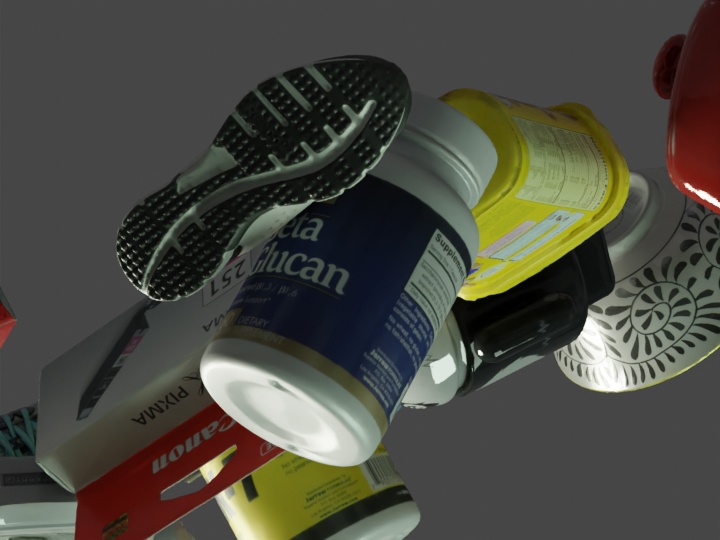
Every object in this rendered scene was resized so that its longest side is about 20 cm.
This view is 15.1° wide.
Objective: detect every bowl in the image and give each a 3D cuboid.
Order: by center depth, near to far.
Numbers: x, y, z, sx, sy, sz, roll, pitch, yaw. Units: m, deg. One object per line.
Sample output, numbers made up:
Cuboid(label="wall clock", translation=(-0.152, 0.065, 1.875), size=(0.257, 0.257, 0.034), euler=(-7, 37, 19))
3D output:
Cuboid(label="bowl", translation=(0.208, -0.014, 2.062), size=(0.200, 0.201, 0.094), euler=(-33, 123, 14))

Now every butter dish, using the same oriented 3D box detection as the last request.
Cuboid(label="butter dish", translation=(0.260, -0.118, 1.768), size=(0.200, 0.147, 0.200), euler=(-13, 115, -54))

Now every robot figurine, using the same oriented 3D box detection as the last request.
Cuboid(label="robot figurine", translation=(0.081, 0.019, 1.911), size=(0.199, 0.125, 0.150), euler=(-25, 164, -21))

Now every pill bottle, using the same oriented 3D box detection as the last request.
Cuboid(label="pill bottle", translation=(0.000, 0.000, 1.537), size=(0.200, 0.111, 0.111), euler=(-61, 180, -23))
Cuboid(label="pill bottle", translation=(-0.055, 0.104, 1.767), size=(0.114, 0.201, 0.114), euler=(-28, 167, -7))

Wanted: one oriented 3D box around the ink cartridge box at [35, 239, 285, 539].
Cuboid(label="ink cartridge box", translation=(-0.112, 0.075, 1.646), size=(0.200, 0.044, 0.174), euler=(-34, -149, 18))

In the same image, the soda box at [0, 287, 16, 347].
Cuboid(label="soda box", translation=(-0.248, 0.051, 1.447), size=(0.070, 0.064, 0.200), euler=(-23, 165, -29))

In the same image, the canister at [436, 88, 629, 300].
Cuboid(label="canister", translation=(0.074, -0.049, 1.726), size=(0.148, 0.087, 0.200), euler=(-34, 165, 19))

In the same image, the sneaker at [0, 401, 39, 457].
Cuboid(label="sneaker", translation=(-0.221, 0.127, 1.782), size=(0.200, 0.078, 0.086), euler=(-32, 163, 8))

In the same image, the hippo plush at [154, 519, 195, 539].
Cuboid(label="hippo plush", translation=(-0.219, 0.231, 2.136), size=(0.199, 0.160, 0.161), euler=(10, 153, 14))

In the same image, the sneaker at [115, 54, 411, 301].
Cuboid(label="sneaker", translation=(-0.049, -0.061, 1.479), size=(0.200, 0.074, 0.080), euler=(-33, -176, 30))

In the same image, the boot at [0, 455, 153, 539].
Cuboid(label="boot", translation=(-0.229, 0.169, 1.723), size=(0.199, 0.074, 0.096), euler=(1, 125, -2))

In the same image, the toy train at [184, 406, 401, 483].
Cuboid(label="toy train", translation=(-0.040, 0.114, 2.136), size=(0.200, 0.085, 0.116), euler=(-15, 151, -48))
